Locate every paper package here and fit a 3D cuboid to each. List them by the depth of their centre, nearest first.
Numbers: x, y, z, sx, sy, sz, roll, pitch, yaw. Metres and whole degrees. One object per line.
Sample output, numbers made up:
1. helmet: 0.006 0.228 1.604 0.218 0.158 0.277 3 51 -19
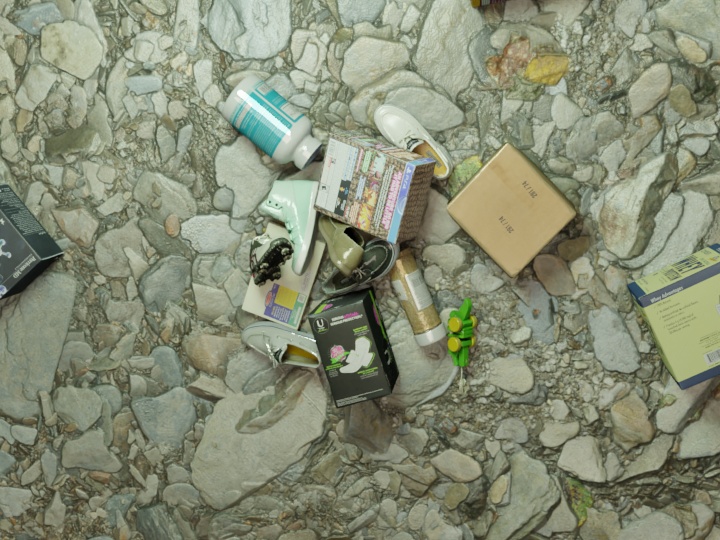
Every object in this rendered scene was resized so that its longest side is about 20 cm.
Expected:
1. paper package: 0.296 -0.121 1.664 0.200 0.103 0.191 44 101 0

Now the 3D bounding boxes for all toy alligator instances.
1. toy alligator: 0.203 0.154 1.753 0.054 0.059 0.203 14 107 48

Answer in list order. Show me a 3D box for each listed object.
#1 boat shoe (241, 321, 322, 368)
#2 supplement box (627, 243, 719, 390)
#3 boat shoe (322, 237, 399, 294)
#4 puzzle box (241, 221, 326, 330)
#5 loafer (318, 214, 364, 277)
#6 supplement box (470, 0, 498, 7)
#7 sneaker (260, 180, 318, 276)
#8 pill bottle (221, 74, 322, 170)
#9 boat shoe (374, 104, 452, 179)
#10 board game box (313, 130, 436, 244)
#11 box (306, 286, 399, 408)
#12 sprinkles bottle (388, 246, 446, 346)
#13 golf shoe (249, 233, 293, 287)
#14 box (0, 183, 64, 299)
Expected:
1. boat shoe: -0.168 0.170 1.777 0.200 0.086 0.075 14 121 12
2. supplement box: 0.659 0.086 1.631 0.198 0.134 0.201 -26 95 12
3. boat shoe: 0.000 0.000 1.706 0.200 0.071 0.072 -41 81 37
4. puzzle box: -0.163 0.012 1.792 0.132 0.025 0.202 21 102 4
5. loafer: -0.031 -0.060 1.683 0.067 0.201 0.076 -36 126 10
6. supplement box: 0.296 -0.567 1.571 0.198 0.131 0.104 -8 99 9
7. sneaker: -0.150 -0.090 1.726 0.117 0.074 0.203 6 74 3
8. pill bottle: -0.173 -0.292 1.697 0.200 0.111 0.111 40 103 0
9. boat shoe: 0.105 -0.256 1.683 0.071 0.070 0.200 -44 92 13
10. board game box: 0.026 -0.168 1.654 0.199 0.097 0.161 25 113 24
11. box: -0.011 0.155 1.732 0.123 0.149 0.202 -15 98 12
12. sprinkles bottle: 0.112 0.054 1.738 0.068 0.068 0.202 -22 96 11
13. golf shoe: -0.192 -0.036 1.685 0.077 0.200 0.089 -18 78 -23
14. box: -0.779 -0.062 1.826 0.148 0.107 0.200 -39 93 12
